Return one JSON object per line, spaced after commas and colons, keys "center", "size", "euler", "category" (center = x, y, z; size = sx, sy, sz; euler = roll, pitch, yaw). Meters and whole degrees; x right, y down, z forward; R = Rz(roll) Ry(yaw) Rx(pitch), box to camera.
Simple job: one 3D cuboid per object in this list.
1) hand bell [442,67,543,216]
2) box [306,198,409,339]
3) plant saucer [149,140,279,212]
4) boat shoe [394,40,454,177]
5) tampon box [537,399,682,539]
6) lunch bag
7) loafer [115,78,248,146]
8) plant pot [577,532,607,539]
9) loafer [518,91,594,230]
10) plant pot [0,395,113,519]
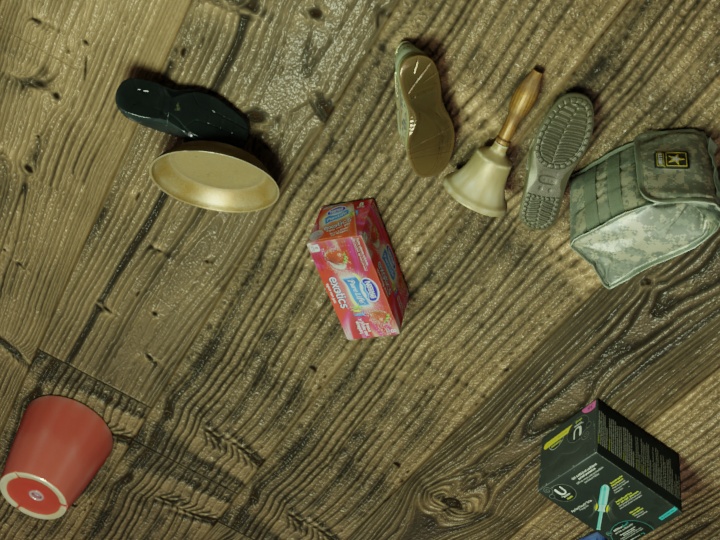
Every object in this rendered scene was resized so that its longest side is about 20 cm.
{"center": [0.202, -0.187, 1.367], "size": [0.103, 0.104, 0.201], "euler": [24, 118, -5], "category": "hand bell"}
{"center": [0.000, 0.000, 1.547], "size": [0.094, 0.100, 0.201], "euler": [-8, 126, 21], "category": "box"}
{"center": [-0.218, -0.146, 1.488], "size": [0.197, 0.036, 0.201], "euler": [6, 158, 2], "category": "plant saucer"}
{"center": [0.086, -0.223, 1.377], "size": [0.072, 0.063, 0.202], "euler": [-15, 130, -7], "category": "boat shoe"}
{"center": [0.430, 0.351, 1.701], "size": [0.199, 0.127, 0.150], "euler": [35, 128, -13], "category": "tampon box"}
{"center": [0.386, -0.097, 1.322], "size": [0.199, 0.165, 0.118], "euler": [-30, 120, 32], "category": "lunch bag"}
{"center": [-0.263, -0.231, 1.464], "size": [0.198, 0.074, 0.072], "euler": [20, 170, -10], "category": "loafer"}
{"center": [0.456, 0.655, 1.902], "size": [0.179, 0.201, 0.200], "euler": [35, 128, -22], "category": "plant pot"}
{"center": [0.266, -0.157, 1.374], "size": [0.075, 0.068, 0.202], "euler": [17, 115, -4], "category": "loafer"}
{"center": [-0.618, 0.384, 1.977], "size": [0.198, 0.178, 0.202], "euler": [7, 130, 8], "category": "plant pot"}
